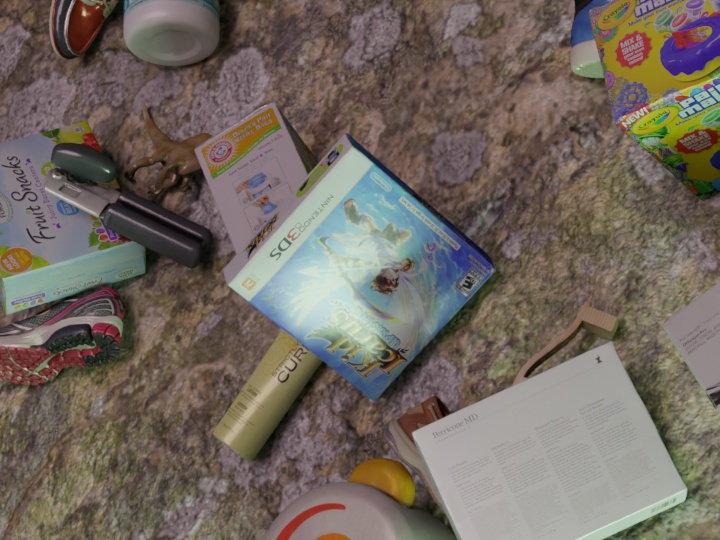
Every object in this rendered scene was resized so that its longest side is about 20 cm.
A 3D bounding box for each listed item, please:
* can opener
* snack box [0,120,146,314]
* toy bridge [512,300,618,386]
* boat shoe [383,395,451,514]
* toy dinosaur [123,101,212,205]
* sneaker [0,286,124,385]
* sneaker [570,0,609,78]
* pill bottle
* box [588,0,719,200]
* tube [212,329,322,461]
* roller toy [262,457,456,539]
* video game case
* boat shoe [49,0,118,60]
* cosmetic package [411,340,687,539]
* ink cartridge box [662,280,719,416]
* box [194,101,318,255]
[{"bbox_3d":[-0.253,-0.075,2.020,0.199,0.067,0.053,25,41,7],"label":"can opener"},{"bbox_3d":[-0.353,-0.062,2.090,0.168,0.068,0.201,-16,51,-18],"label":"snack box"},{"bbox_3d":[0.172,0.117,1.697,0.067,0.027,0.201,20,73,14],"label":"toy bridge"},{"bbox_3d":[0.100,0.191,1.720,0.072,0.076,0.200,-45,57,3],"label":"boat shoe"},{"bbox_3d":[-0.213,-0.124,2.092,0.101,0.058,0.200,-46,36,-13],"label":"toy dinosaur"},{"bbox_3d":[-0.348,0.075,2.086,0.199,0.081,0.075,-11,50,23],"label":"sneaker"},{"bbox_3d":[0.289,-0.257,1.769,0.199,0.076,0.112,-9,75,39],"label":"sneaker"},{"bbox_3d":[-0.217,-0.347,2.141,0.110,0.111,0.201,-16,63,29],"label":"pill bottle"},{"bbox_3d":[0.338,-0.182,1.630,0.199,0.192,0.123,-24,59,26],"label":"box"},{"bbox_3d":[-0.077,0.099,1.899,0.058,0.052,0.201,35,86,0],"label":"tube"},{"bbox_3d":[-0.002,0.291,1.705,0.200,0.140,0.183,-38,54,15],"label":"roller toy"},{"bbox_3d":[0.000,0.000,1.791,0.181,0.200,0.045,-47,22,10],"label":"video game case"},{"bbox_3d":[-0.315,-0.347,2.239,0.062,0.071,0.201,10,73,34],"label":"boat shoe"},{"bbox_3d":[0.165,0.173,1.633,0.199,0.052,0.152,-24,70,-2],"label":"cosmetic package"},{"bbox_3d":[0.351,0.115,1.527,0.084,0.144,0.201,-38,54,14],"label":"ink cartridge box"},{"bbox_3d":[-0.080,-0.056,1.905,0.101,0.113,0.201,-30,52,6],"label":"box"}]
